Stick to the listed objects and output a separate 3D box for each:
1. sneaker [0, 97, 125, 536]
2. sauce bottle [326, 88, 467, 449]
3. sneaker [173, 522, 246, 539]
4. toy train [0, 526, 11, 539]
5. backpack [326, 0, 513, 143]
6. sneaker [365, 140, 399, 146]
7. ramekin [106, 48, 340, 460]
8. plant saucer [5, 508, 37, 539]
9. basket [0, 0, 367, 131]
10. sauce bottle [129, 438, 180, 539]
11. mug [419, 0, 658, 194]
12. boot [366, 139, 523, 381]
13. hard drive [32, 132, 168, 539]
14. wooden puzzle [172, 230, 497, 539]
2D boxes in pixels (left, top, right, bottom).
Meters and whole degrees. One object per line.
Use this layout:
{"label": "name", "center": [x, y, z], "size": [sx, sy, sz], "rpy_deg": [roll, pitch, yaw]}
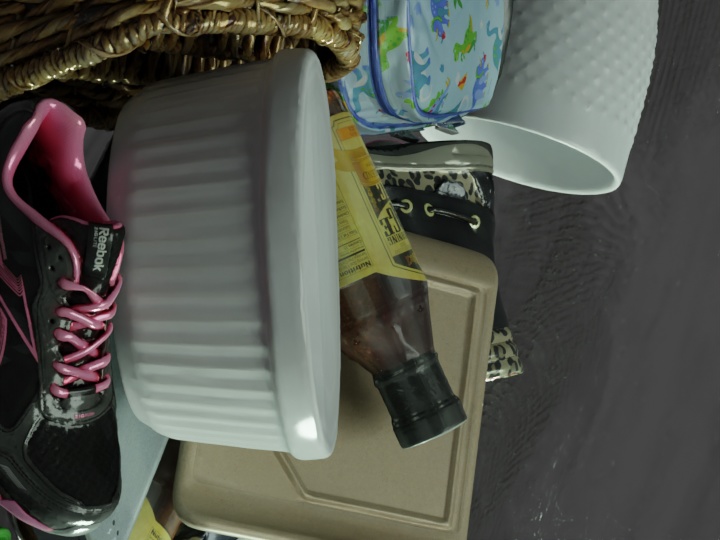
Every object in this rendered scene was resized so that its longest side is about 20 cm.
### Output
{"label": "sneaker", "center": [-0.137, 0.015, 0.865], "size": [0.079, 0.095, 0.201], "rpy_deg": [-4, 75, -49]}
{"label": "sauce bottle", "center": [0.000, 0.000, 1.086], "size": [0.066, 0.066, 0.201], "rpy_deg": [-27, 93, -53]}
{"label": "sneaker", "center": [-0.063, 0.150, 1.188], "size": [0.129, 0.079, 0.200], "rpy_deg": [30, 73, -37]}
{"label": "toy train", "center": [-0.241, 0.122, 0.988], "size": [0.056, 0.042, 0.200], "rpy_deg": [-53, 151, -8]}
{"label": "backpack", "center": [0.015, -0.152, 1.177], "size": [0.200, 0.153, 0.164], "rpy_deg": [-10, 109, -45]}
{"label": "sneaker", "center": [-0.017, 0.011, 1.290], "size": [0.200, 0.079, 0.095], "rpy_deg": [-51, 171, -23]}
{"label": "ramekin", "center": [-0.063, -0.007, 0.955], "size": [0.202, 0.094, 0.203], "rpy_deg": [-2, 90, -87]}
{"label": "plant saucer", "center": [-0.147, 0.077, 1.141], "size": [0.200, 0.032, 0.201], "rpy_deg": [-43, 145, -42]}
{"label": "basket", "center": [-0.083, -0.124, 0.989], "size": [0.200, 0.142, 0.150], "rpy_deg": [1, 107, -62]}
{"label": "sauce bottle", "center": [-0.136, 0.141, 1.087], "size": [0.066, 0.066, 0.200], "rpy_deg": [70, 38, -53]}
{"label": "mug", "center": [0.115, -0.170, 1.356], "size": [0.200, 0.147, 0.176], "rpy_deg": [25, 77, -34]}
{"label": "boot", "center": [0.005, 0.006, 1.192], "size": [0.203, 0.073, 0.154], "rpy_deg": [-9, 85, -27]}
{"label": "hard drive", "center": [-0.129, 0.041, 1.016], "size": [0.200, 0.033, 0.140], "rpy_deg": [-72, 156, -44]}
{"label": "wooden puzzle", "center": [-0.013, 0.064, 1.119], "size": [0.184, 0.037, 0.201], "rpy_deg": [15, 70, -26]}
